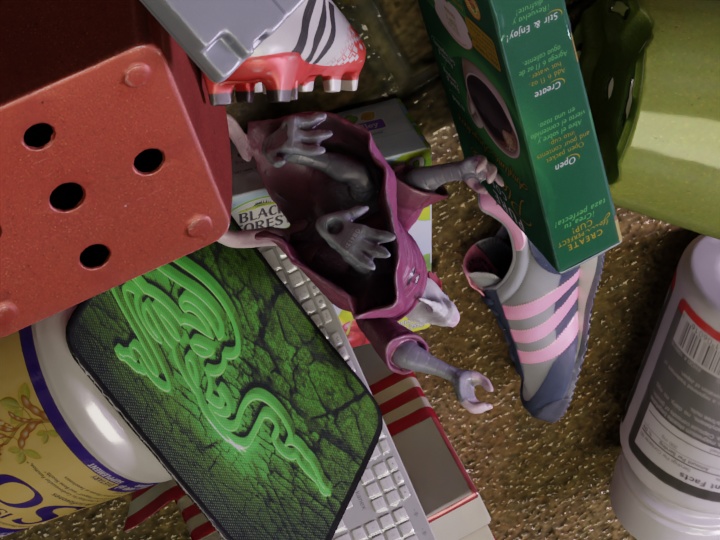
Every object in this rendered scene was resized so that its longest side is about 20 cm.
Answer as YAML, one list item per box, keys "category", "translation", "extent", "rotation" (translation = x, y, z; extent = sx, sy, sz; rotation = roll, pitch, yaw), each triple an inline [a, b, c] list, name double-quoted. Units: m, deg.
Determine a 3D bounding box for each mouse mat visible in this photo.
- category: "mouse mat"
  translation: [-0.065, 0.057, 1.389]
  extent: [0.007, 0.161, 0.200]
  rotation: [-22, 117, 36]

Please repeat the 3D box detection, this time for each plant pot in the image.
- category: "plant pot"
  translation: [0.218, -0.090, 1.498]
  extent: [0.189, 0.201, 0.201]
  rotation: [8, 128, -18]
- category: "plant pot"
  translation: [-0.164, -0.089, 1.293]
  extent: [0.199, 0.177, 0.201]
  rotation: [-24, 138, -4]

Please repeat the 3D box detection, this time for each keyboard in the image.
- category: "keyboard"
  translation: [-0.019, 0.080, 1.480]
  extent: [0.056, 0.011, 0.201]
  rotation: [-25, 95, -11]

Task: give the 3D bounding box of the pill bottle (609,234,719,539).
- category: "pill bottle"
  translation: [0.231, 0.081, 1.703]
  extent: [0.113, 0.114, 0.201]
  rotation: [-5, 133, -23]

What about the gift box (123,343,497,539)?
- category: "gift box"
  translation: [-0.023, 0.160, 1.598]
  extent: [0.199, 0.185, 0.187]
  rotation: [-31, 140, -6]

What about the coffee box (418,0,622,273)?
- category: "coffee box"
  translation: [0.077, -0.109, 1.419]
  extent: [0.044, 0.123, 0.201]
  rotation: [-26, 128, -11]

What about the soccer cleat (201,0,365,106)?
- category: "soccer cleat"
  translation: [-0.040, -0.131, 1.349]
  extent: [0.068, 0.200, 0.086]
  rotation: [0, 97, 12]

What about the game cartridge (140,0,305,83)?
- category: "game cartridge"
  translation: [-0.043, -0.200, 1.217]
  extent: [0.200, 0.040, 0.134]
  rotation: [-47, 107, -20]

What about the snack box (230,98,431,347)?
- category: "snack box"
  translation: [-0.060, -0.009, 1.513]
  extent: [0.199, 0.053, 0.143]
  rotation: [-15, 134, -14]

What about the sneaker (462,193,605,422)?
- category: "sneaker"
  translation: [0.100, 0.012, 1.619]
  extent: [0.081, 0.070, 0.201]
  rotation: [3, 133, -2]

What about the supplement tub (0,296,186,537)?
- category: "supplement tub"
  translation: [-0.186, 0.063, 1.413]
  extent: [0.199, 0.146, 0.145]
  rotation: [-21, 143, 30]

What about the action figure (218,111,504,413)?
- category: "action figure"
  translation: [0.000, 0.000, 1.439]
  extent: [0.148, 0.135, 0.200]
  rotation: [2, 164, 15]
